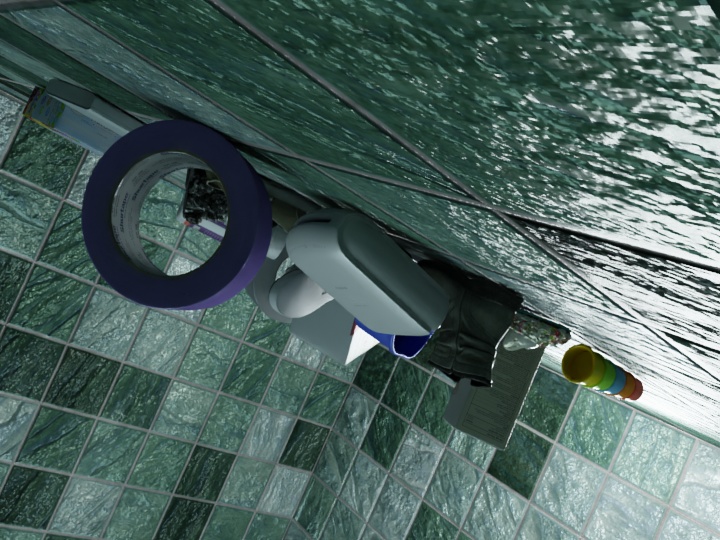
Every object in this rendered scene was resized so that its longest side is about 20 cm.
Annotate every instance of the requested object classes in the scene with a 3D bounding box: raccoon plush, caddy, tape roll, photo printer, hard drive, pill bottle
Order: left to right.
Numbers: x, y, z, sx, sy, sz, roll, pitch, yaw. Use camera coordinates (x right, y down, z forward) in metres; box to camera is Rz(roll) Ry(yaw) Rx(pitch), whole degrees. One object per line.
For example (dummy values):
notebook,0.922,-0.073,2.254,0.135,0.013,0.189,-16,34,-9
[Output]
hard drive,-0.376,-0.230,1.141,0.130,0.027,0.199,25,177,35
tape roll,-0.201,-0.058,0.815,0.196,0.204,0.085,25,179,6
raccoon plush,-0.209,-0.135,1.164,0.131,0.098,0.202,12,-148,-19
pill bottle,-0.230,-0.101,1.346,0.197,0.113,0.111,27,177,-20
tape roll,-0.143,0.002,1.500,0.198,0.203,0.066,27,-177,-38
photo printer,0.000,0.000,0.930,0.199,0.070,0.165,42,159,-22
caddy,0.078,0.059,1.127,0.104,0.143,0.200,29,180,23

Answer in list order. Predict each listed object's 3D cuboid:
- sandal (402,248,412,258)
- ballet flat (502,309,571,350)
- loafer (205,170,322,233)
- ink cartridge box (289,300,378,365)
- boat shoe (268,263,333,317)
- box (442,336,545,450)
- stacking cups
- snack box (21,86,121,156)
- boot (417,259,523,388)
sandal,-0.015,-0.033,1.051,0.196,0.078,0.043,14,167,20
ballet flat,0.204,0.076,1.045,0.197,0.065,0.075,24,177,29
loafer,-0.142,-0.093,1.031,0.197,0.071,0.075,26,178,15
ink cartridge box,-0.020,0.066,1.457,0.143,0.148,0.199,25,-154,23
boat shoe,-0.086,0.016,1.113,0.065,0.074,0.199,18,-156,27
box,0.213,0.163,1.136,0.093,0.204,0.078,25,178,-9
stacking cups,0.392,0.174,1.163,0.198,0.062,0.060,28,176,-43
snack box,-0.529,-0.273,1.389,0.198,0.069,0.167,26,178,46
boot,0.115,0.067,0.950,0.067,0.133,0.199,27,178,-35
